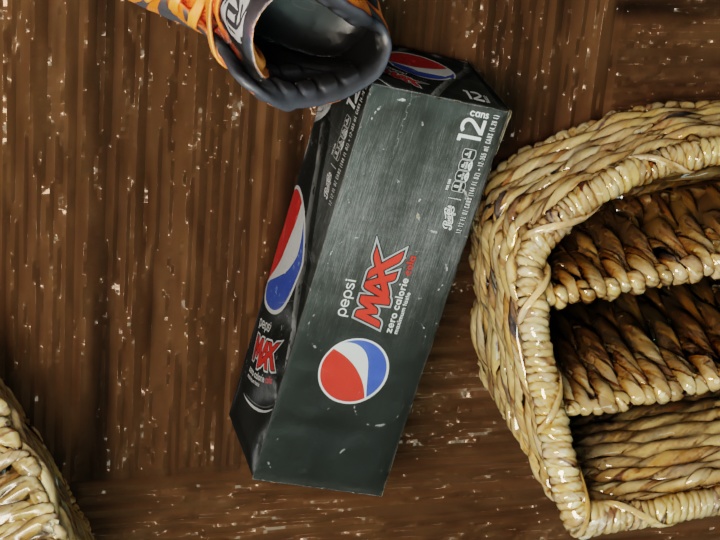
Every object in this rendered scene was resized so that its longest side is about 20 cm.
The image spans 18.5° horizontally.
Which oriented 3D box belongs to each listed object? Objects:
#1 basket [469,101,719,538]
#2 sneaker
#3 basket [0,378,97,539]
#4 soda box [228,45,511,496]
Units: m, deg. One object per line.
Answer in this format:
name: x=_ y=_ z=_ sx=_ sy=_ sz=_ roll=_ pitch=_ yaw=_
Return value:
basket: x=0.161 y=0.011 z=1.002 sx=0.199 sy=0.149 sz=0.144 roll=-8 pitch=118 yaw=-11
sneaker: x=-0.070 y=-0.130 z=0.896 sx=0.199 sy=0.112 sz=0.078 roll=18 pitch=110 yaw=-23
basket: x=-0.229 y=0.129 z=0.988 sx=0.199 sy=0.143 sz=0.149 roll=-30 pitch=160 yaw=-7
soda box: x=0.000 y=0.000 z=1.008 sx=0.070 sy=0.063 sz=0.201 roll=10 pitch=112 yaw=-19
